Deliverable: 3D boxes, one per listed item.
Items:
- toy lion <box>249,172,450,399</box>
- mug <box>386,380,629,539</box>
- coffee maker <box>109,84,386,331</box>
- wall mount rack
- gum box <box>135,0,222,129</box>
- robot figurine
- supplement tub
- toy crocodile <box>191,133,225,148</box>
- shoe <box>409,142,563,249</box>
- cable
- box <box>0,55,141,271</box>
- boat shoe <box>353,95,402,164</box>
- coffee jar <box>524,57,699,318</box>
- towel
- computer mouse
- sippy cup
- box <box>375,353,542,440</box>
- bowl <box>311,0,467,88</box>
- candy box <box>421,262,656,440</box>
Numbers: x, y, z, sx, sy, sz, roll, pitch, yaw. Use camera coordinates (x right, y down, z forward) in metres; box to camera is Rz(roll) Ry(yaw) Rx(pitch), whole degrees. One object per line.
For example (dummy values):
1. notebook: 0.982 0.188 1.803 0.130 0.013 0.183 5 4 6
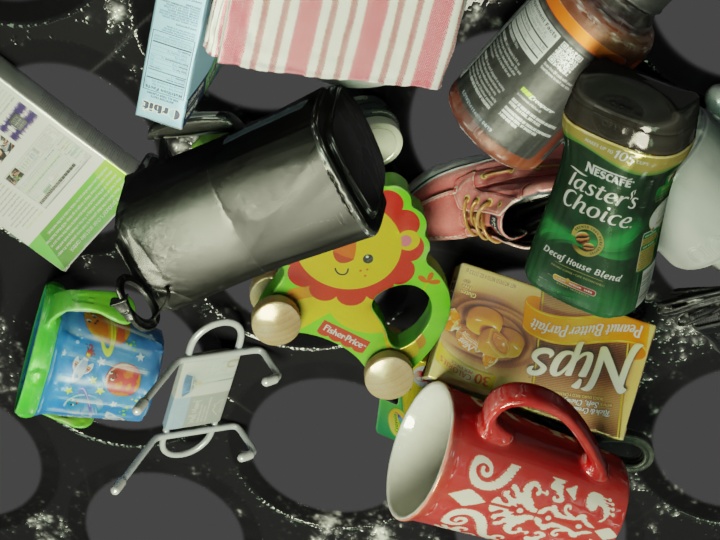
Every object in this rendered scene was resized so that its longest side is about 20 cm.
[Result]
1. toy lion: 0.000 0.000 1.358 0.199 0.069 0.192 27 115 -19
2. mug: 0.149 0.193 1.378 0.199 0.134 0.177 20 160 -18
3. coffee maker: -0.086 -0.047 1.214 0.199 0.193 0.135 -21 139 21
4. wall mount rack: -0.176 0.147 1.512 0.173 0.075 0.201 -8 134 -32
5. gum box: -0.123 -0.243 1.208 0.044 0.170 0.201 18 125 1
6. robot figurine: 0.278 -0.081 1.293 0.200 0.113 0.170 41 88 -20
7. supplement tub: 0.172 -0.184 1.242 0.107 0.107 0.200 35 123 -15
8. toy crocodile: -0.075 -0.063 1.395 0.067 0.062 0.200 -35 113 28
9. shoe: 0.116 -0.058 1.349 0.199 0.091 0.072 -19 120 21
10. cable: 0.192 0.160 1.480 0.199 0.050 0.098 -4 114 -4
11. box: -0.323 -0.105 1.423 0.200 0.036 0.144 39 122 -16
12. boat shoe: -0.062 -0.109 1.339 0.199 0.062 0.073 -15 135 4
13. coffee jar: 0.203 -0.067 1.201 0.104 0.085 0.201 25 127 22
14. towel: -0.012 -0.219 1.135 0.199 0.030 0.147 5 119 -20
15. computer mouse: 0.360 0.036 1.361 0.138 0.053 0.200 -7 159 24
16. sippy cup: -0.271 0.093 1.503 0.130 0.178 0.140 15 83 -14
17. box: 0.119 0.132 1.511 0.199 0.048 0.118 8 126 1
18. bowl: 0.008 -0.225 1.208 0.200 0.091 0.202 -9 127 -12
19. candy box: 0.170 0.078 1.423 0.199 0.055 0.116 18 85 -4
